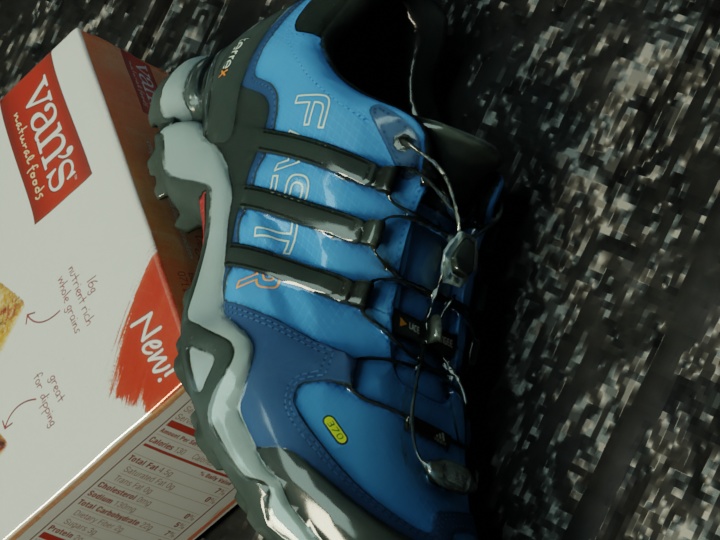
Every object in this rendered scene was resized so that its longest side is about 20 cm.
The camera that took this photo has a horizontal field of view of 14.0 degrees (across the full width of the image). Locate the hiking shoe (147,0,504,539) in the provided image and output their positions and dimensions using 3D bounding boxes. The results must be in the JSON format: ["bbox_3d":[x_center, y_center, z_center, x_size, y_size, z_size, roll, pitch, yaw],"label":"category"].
[{"bbox_3d":[0.000,0.000,0.757,0.087,0.074,0.200,-39,49,25],"label":"hiking shoe"}]

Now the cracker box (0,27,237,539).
[{"bbox_3d":[-0.113,0.045,0.857,0.200,0.058,0.134,-41,49,22],"label":"cracker box"}]
